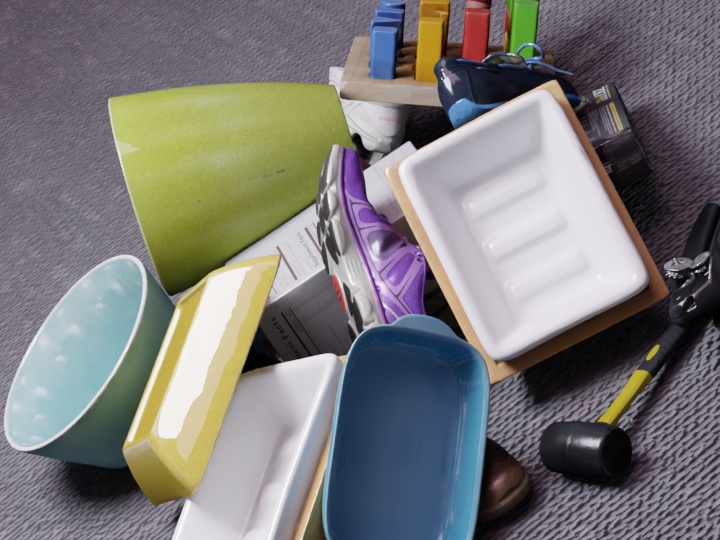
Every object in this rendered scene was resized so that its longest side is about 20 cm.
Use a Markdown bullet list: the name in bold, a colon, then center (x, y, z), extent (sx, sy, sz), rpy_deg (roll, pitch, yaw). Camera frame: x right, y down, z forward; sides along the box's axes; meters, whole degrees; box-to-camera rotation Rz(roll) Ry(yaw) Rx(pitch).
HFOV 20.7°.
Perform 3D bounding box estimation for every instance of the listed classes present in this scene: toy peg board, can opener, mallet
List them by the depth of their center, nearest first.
- **mallet**: center (0.204, 0.085, 1.503), extent (0.066, 0.041, 0.200), rpy_deg (-6, 34, 41)
- **can opener**: center (0.275, -0.008, 1.543), extent (0.063, 0.079, 0.200), rpy_deg (-25, 21, 23)
- **toy peg board**: center (0.088, -0.226, 1.878), extent (0.198, 0.098, 0.200), rpy_deg (5, 18, 3)

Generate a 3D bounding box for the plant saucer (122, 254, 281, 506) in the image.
- **plant saucer**: center (-0.138, 0.085, 1.601), extent (0.200, 0.048, 0.201), rpy_deg (150, 141, -71)

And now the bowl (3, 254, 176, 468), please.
- **bowl**: center (-0.218, 0.097, 1.774), extent (0.201, 0.105, 0.201), rpy_deg (-37, 34, 30)

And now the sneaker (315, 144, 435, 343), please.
- **sneaker**: center (0.016, -0.011, 1.628), extent (0.083, 0.201, 0.081), rpy_deg (-14, -18, -14)

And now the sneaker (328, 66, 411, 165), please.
- **sneaker**: center (0.003, -0.154, 2.005), extent (0.078, 0.100, 0.200), rpy_deg (9, 5, -9)

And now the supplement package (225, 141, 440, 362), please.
- **supplement package**: center (0.000, 0.000, 1.735), extent (0.200, 0.114, 0.110), rpy_deg (-33, 30, 0)

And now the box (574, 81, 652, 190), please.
- **box**: center (0.168, -0.094, 1.740), extent (0.161, 0.049, 0.200), rpy_deg (-29, 14, 10)

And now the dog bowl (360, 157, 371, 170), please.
- **dog bowl**: center (-0.056, -0.040, 1.890), extent (0.200, 0.074, 0.200), rpy_deg (-24, 31, 15)

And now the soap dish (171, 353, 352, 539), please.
- **soap dish**: center (-0.060, 0.168, 1.509), extent (0.157, 0.081, 0.201), rpy_deg (-16, 48, 51)

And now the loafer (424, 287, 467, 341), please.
- **loafer**: center (0.102, 0.028, 1.668), extent (0.200, 0.063, 0.072), rpy_deg (-30, 7, -3)

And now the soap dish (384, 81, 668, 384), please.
- **soap dish**: center (0.132, -0.028, 1.581), extent (0.157, 0.081, 0.201), rpy_deg (-27, 74, 4)

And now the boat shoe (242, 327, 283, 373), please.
- **boat shoe**: center (-0.099, 0.101, 1.724), extent (0.069, 0.084, 0.201), rpy_deg (-33, 41, 30)

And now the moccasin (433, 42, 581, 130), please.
- **moccasin**: center (0.130, -0.160, 1.689), extent (0.080, 0.068, 0.200), rpy_deg (-33, -13, 23)

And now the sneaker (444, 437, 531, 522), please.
- **sneaker**: center (0.050, 0.133, 1.528), extent (0.070, 0.076, 0.200), rpy_deg (-42, 31, -18)

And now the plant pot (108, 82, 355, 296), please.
- **plant pot**: center (-0.105, -0.094, 1.791), extent (0.199, 0.188, 0.187), rpy_deg (-16, 30, 0)

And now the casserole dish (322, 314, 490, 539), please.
- **casserole dish**: center (0.030, 0.133, 1.447), extent (0.039, 0.121, 0.201), rpy_deg (160, 119, -66)
